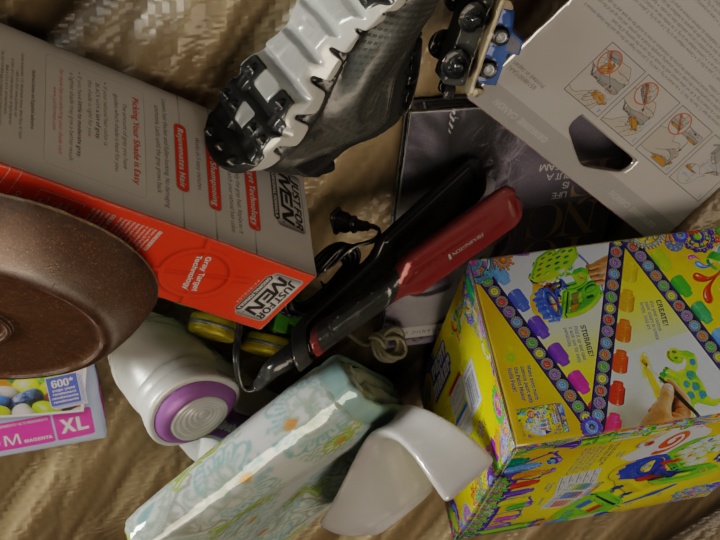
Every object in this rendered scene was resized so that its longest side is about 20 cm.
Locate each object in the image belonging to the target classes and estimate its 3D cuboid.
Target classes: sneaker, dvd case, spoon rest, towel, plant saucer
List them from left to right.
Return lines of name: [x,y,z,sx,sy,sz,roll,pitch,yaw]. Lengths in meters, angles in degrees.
plant saucer: [-0.206,0.015,0.759,0.198,0.035,0.201,2,154,1]
sneaker: [-0.106,0.073,0.942,0.075,0.100,0.200,-39,157,-4]
towel: [-0.048,0.131,0.952,0.171,0.048,0.200,-40,162,4]
sneaker: [0.004,-0.126,0.786,0.200,0.067,0.090,-49,144,18]
spoon rest: [0.024,0.127,0.942,0.099,0.061,0.200,-36,176,-22]
dvd case: [0.091,-0.031,0.938,0.147,0.016,0.201,-6,135,-13]

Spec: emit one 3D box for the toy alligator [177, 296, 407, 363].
toy alligator: [-0.057,0.025,0.923,0.199,0.060,0.054,22,167,-40]

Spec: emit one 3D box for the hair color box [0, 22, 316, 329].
hair color box: [-0.124,-0.048,0.785,0.199,0.102,0.061,20,134,-32]

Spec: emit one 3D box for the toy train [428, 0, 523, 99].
toy train: [0.084,-0.179,0.758,0.045,0.034,0.201,7,121,-23]

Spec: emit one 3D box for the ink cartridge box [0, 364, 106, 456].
ink cartridge box: [-0.226,0.038,0.886,0.118,0.042,0.201,-9,134,-10]

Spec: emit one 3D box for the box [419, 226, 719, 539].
box: [0.155,0.078,0.946,0.191,0.123,0.200,-7,155,-11]

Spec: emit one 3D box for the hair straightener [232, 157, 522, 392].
hair straightener: [0.000,0.000,0.875,0.200,0.077,0.041,-40,139,-4]

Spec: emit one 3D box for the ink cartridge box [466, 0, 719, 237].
ink cartridge box: [0.180,-0.125,0.854,0.176,0.045,0.199,-41,131,21]
